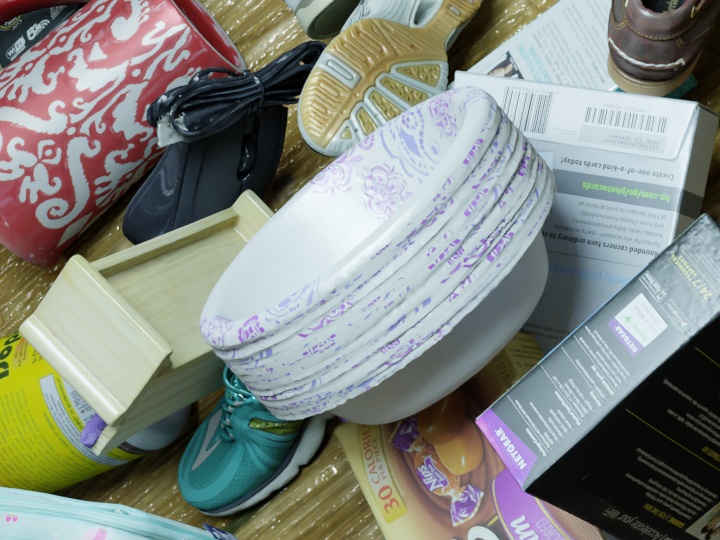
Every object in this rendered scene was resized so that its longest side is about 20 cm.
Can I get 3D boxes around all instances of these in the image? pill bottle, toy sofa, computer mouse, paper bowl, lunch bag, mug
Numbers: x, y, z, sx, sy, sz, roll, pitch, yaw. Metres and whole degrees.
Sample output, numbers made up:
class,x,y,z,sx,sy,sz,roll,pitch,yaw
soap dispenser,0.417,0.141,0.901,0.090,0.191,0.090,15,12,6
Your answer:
class,x,y,z,sx,sy,sz,roll,pitch,yaw
pill bottle,-0.219,0.096,1.289,0.200,0.109,0.109,-24,57,25
toy sofa,-0.115,0.029,1.177,0.083,0.200,0.098,45,121,11
computer mouse,-0.095,-0.061,1.254,0.053,0.138,0.200,54,144,15
paper bowl,0.019,0.003,1.033,0.201,0.104,0.201,-37,15,12
lunch bag,-0.171,0.180,1.180,0.200,0.160,0.077,0,69,37
mug,-0.201,-0.131,1.355,0.200,0.133,0.178,-39,95,10

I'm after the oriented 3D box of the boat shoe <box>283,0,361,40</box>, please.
class,x,y,z,sx,sy,sz,roll,pitch,yaw
boat shoe,0.027,-0.240,1.275,0.200,0.075,0.068,-36,72,6

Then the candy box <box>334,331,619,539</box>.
class,x,y,z,sx,sy,sz,roll,pitch,yaw
candy box,0.082,0.145,1.046,0.117,0.056,0.200,-34,68,21

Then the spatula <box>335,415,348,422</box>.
class,x,y,z,sx,sy,sz,roll,pitch,yaw
spatula,0.000,0.000,1.232,0.057,0.021,0.200,-18,58,34

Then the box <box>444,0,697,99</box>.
class,x,y,z,sx,sy,sz,roll,pitch,yaw
box,0.100,-0.092,1.184,0.200,0.049,0.082,-36,52,17

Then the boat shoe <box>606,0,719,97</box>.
class,x,y,z,sx,sy,sz,roll,pitch,yaw
boat shoe,0.191,-0.192,1.120,0.070,0.070,0.200,11,54,11

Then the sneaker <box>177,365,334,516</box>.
class,x,y,z,sx,sy,sz,roll,pitch,yaw
sneaker,-0.058,0.071,1.192,0.200,0.080,0.078,-51,54,23

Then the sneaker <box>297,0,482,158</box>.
class,x,y,z,sx,sy,sz,roll,pitch,yaw
sneaker,0.014,-0.127,1.218,0.088,0.076,0.200,-43,9,51

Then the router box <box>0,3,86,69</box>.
class,x,y,z,sx,sy,sz,roll,pitch,yaw
router box,-0.205,-0.244,1.471,0.200,0.062,0.150,-42,49,13

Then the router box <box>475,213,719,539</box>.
class,x,y,z,sx,sy,sz,roll,pitch,yaw
router box,0.168,0.069,0.959,0.149,0.200,0.051,-43,52,12

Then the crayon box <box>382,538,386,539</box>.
class,x,y,z,sx,sy,sz,roll,pitch,yaw
crayon box,-0.023,0.263,1.105,0.200,0.052,0.126,-39,51,15

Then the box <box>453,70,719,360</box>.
class,x,y,z,sx,sy,sz,roll,pitch,yaw
box,0.109,-0.005,1.102,0.156,0.041,0.200,10,88,31
